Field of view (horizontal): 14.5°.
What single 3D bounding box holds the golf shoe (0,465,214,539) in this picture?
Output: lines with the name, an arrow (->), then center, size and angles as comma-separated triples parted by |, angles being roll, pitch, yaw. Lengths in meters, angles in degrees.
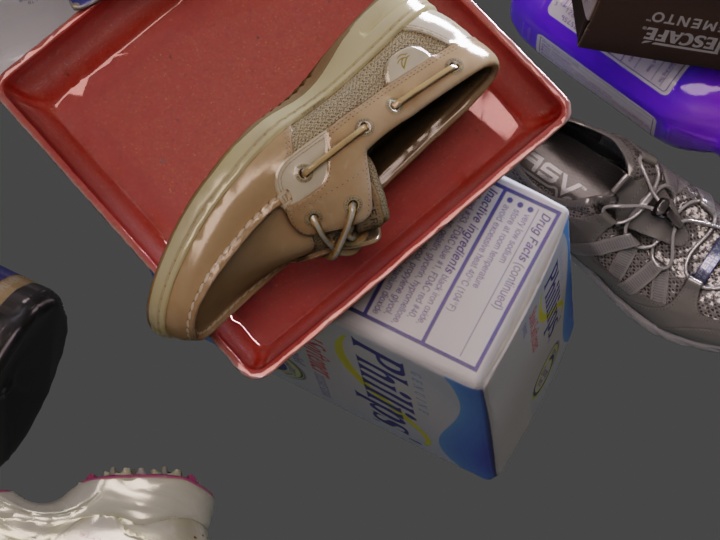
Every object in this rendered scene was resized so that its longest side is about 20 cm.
golf shoe -> -0.172, 0.154, 1.448 | 0.199, 0.075, 0.092 | -6, 75, 4

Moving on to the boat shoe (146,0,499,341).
boat shoe -> -0.017, -0.040, 1.268 | 0.064, 0.071, 0.200 | 36, 76, 16

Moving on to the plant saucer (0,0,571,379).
plant saucer -> -0.036, -0.075, 1.338 | 0.199, 0.037, 0.200 | -40, 73, -9

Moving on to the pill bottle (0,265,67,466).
pill bottle -> -0.264, 0.023, 1.477 | 0.200, 0.112, 0.112 | 25, 75, 12

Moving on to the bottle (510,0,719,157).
bottle -> 0.177, -0.109, 1.508 | 0.200, 0.065, 0.084 | 37, 72, 14

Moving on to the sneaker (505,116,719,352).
sneaker -> 0.144, -0.022, 1.473 | 0.200, 0.082, 0.075 | 28, 76, 13

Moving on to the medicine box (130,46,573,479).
medicine box -> 0.000, 0.000, 1.425 | 0.200, 0.182, 0.103 | 26, 76, 13

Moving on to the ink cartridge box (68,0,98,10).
ink cartridge box -> -0.083, -0.244, 1.382 | 0.200, 0.043, 0.197 | -25, 53, 1

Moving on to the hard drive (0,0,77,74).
hard drive -> -0.187, -0.201, 1.590 | 0.132, 0.025, 0.201 | -18, 71, -2

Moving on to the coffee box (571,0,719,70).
coffee box -> 0.166, -0.204, 1.482 | 0.113, 0.080, 0.200 | 9, 47, -14
